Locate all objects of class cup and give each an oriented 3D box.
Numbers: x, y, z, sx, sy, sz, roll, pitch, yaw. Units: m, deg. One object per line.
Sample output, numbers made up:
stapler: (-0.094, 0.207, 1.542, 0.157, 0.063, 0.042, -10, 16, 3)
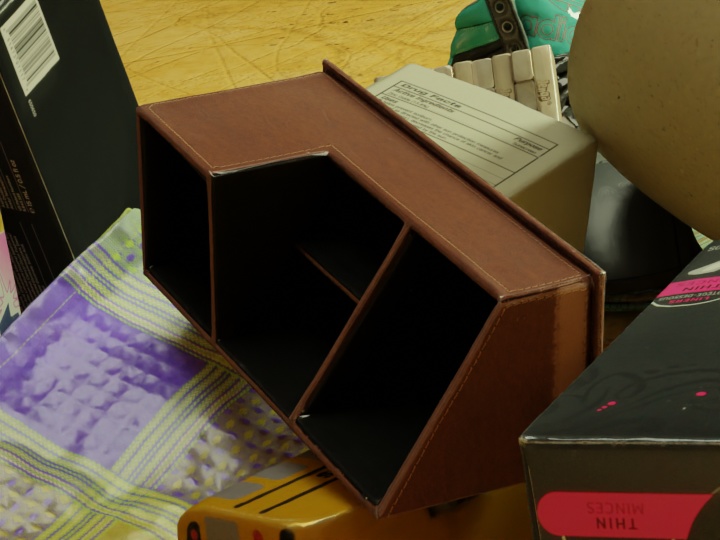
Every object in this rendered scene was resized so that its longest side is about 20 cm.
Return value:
cup: (0.205, -0.070, 1.153, 0.199, 0.201, 0.143, -15, 49, -24)

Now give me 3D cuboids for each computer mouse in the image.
computer mouse: (0.086, -0.030, 1.302, 0.140, 0.046, 0.200, -6, 13, 8)

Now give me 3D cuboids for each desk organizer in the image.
desk organizer: (-0.002, 0.002, 0.932, 0.077, 0.072, 0.200, -12, 27, -23)

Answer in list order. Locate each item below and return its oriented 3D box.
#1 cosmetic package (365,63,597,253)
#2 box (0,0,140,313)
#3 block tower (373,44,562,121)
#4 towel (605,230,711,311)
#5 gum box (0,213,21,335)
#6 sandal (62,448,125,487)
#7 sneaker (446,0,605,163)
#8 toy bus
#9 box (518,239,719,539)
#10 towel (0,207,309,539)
cosmetic package: (0.000, 0.000, 1.146, 0.103, 0.088, 0.200, 24, 35, 29)
box: (-0.168, -0.054, 1.248, 0.141, 0.201, 0.079, 8, 44, 30)
block tower: (0.004, -0.060, 1.418, 0.199, 0.054, 0.058, -10, -23, 9)
towel: (0.143, -0.006, 1.311, 0.199, 0.022, 0.146, 2, 17, 42)
gum box: (-0.203, 0.043, 1.117, 0.066, 0.114, 0.200, -1, 16, 25)
sandal: (-0.083, 0.082, 1.012, 0.200, 0.058, 0.080, -7, 14, 2)
sneaker: (0.114, -0.101, 1.473, 0.083, 0.121, 0.199, -5, 9, -42)
toy bus: (0.039, 0.079, 0.949, 0.078, 0.065, 0.200, 4, 19, 45)
box: (0.140, 0.065, 0.862, 0.122, 0.107, 0.200, -2, 16, 23)
towel: (-0.082, 0.059, 0.975, 0.143, 0.023, 0.200, 25, 50, 27)
